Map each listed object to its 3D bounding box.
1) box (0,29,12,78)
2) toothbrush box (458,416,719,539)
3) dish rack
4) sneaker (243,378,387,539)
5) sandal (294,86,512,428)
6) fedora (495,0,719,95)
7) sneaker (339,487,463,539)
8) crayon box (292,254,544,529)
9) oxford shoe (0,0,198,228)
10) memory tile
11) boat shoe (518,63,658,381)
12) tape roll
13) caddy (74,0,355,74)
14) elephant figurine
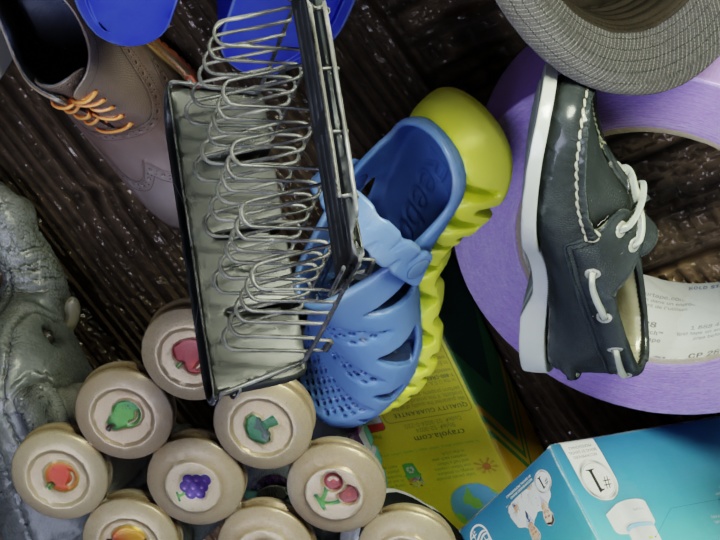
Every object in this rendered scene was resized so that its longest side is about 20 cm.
[{"bbox_3d":[-0.311,-0.078,1.448,0.199,0.172,0.200,37,128,-11],"label":"box"},{"bbox_3d":[0.163,0.182,1.447,0.085,0.146,0.201,-48,62,39],"label":"toothbrush box"},{"bbox_3d":[-0.041,-0.039,1.286,0.054,0.154,0.200,-7,164,-13],"label":"dish rack"},{"bbox_3d":[-0.023,0.142,1.510,0.074,0.088,0.201,-9,123,25],"label":"sneaker"},{"bbox_3d":[0.000,0.000,1.392,0.079,0.087,0.201,46,139,29],"label":"sandal"},{"bbox_3d":[0.090,-0.177,1.268,0.090,0.177,0.200,17,161,47],"label":"fedora"},{"bbox_3d":[0.081,0.184,1.500,0.112,0.073,0.200,-2,133,44],"label":"sneaker"},{"bbox_3d":[0.023,0.091,1.545,0.126,0.051,0.201,-11,122,26],"label":"crayon box"},{"bbox_3d":[-0.132,-0.091,1.442,0.071,0.073,0.200,-18,119,29],"label":"oxford shoe"},{"bbox_3d":[-0.063,0.120,1.452,0.200,0.017,0.153,44,114,-13],"label":"memory tile"},{"bbox_3d":[0.105,-0.020,1.325,0.060,0.076,0.200,8,150,10],"label":"boat shoe"},{"bbox_3d":[0.147,-0.028,1.402,0.199,0.066,0.201,9,128,12],"label":"tape roll"},{"bbox_3d":[-0.057,-0.183,1.326,0.141,0.105,0.200,12,142,-13],"label":"caddy"},{"bbox_3d":[-0.170,0.084,1.536,0.141,0.155,0.200,-37,127,0],"label":"elephant figurine"}]
